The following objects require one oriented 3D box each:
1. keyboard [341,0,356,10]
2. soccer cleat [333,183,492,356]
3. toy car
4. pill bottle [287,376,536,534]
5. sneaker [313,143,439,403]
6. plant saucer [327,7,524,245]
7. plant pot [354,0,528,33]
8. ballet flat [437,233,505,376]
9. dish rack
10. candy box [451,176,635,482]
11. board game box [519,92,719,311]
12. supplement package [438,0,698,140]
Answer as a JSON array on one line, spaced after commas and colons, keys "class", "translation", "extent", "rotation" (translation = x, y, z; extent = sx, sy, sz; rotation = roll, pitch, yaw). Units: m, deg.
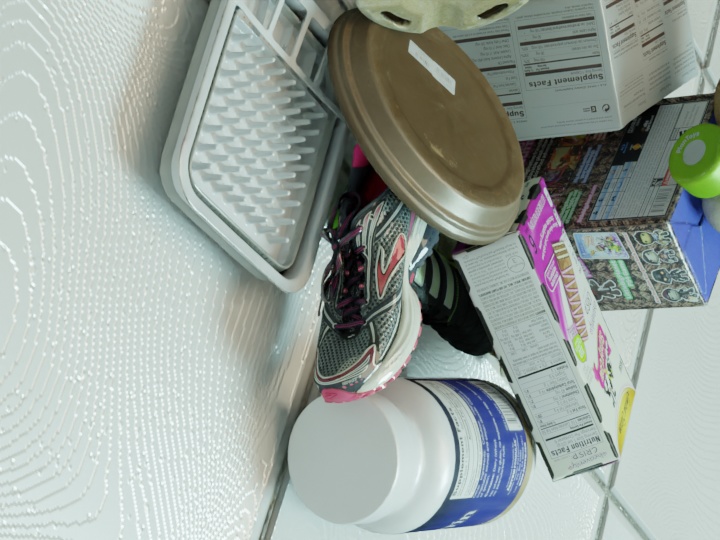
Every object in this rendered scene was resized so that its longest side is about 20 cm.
[{"class": "keyboard", "translation": [0.014, -0.204, 1.548], "extent": [0.200, 0.011, 0.057], "rotation": [53, 46, -42]}, {"class": "soccer cleat", "translation": [0.039, 0.008, 1.538], "extent": [0.200, 0.067, 0.081], "rotation": [54, 55, -33]}, {"class": "toy car", "translation": [0.344, -0.132, 1.589], "extent": [0.164, 0.157, 0.201], "rotation": [32, 49, -38]}, {"class": "pill bottle", "translation": [0.039, 0.136, 1.475], "extent": [0.199, 0.115, 0.117], "rotation": [6, 83, -57]}, {"class": "sneaker", "translation": [0.000, 0.000, 1.405], "extent": [0.075, 0.080, 0.201], "rotation": [40, 53, -44]}, {"class": "plant saucer", "translation": [0.054, -0.112, 1.441], "extent": [0.200, 0.029, 0.201], "rotation": [35, 36, -31]}, {"class": "plant pot", "translation": [0.054, -0.278, 1.404], "extent": [0.200, 0.199, 0.185], "rotation": [25, 54, -55]}, {"class": "ballet flat", "translation": [0.097, 0.018, 1.623], "extent": [0.201, 0.062, 0.068], "rotation": [57, 23, -33]}, {"class": "dish rack", "translation": [-0.073, -0.102, 1.376], "extent": [0.172, 0.043, 0.201], "rotation": [45, 52, -49]}, {"class": "candy box", "translation": [0.147, 0.044, 1.548], "extent": [0.201, 0.061, 0.136], "rotation": [66, 20, -14]}, {"class": "board game box", "translation": [0.205, -0.054, 1.669], "extent": [0.097, 0.199, 0.160], "rotation": [59, 43, -34]}, {"class": "supplement package", "translation": [0.172, -0.185, 1.656], "extent": [0.200, 0.155, 0.112], "rotation": [-32, 114, -58]}]
